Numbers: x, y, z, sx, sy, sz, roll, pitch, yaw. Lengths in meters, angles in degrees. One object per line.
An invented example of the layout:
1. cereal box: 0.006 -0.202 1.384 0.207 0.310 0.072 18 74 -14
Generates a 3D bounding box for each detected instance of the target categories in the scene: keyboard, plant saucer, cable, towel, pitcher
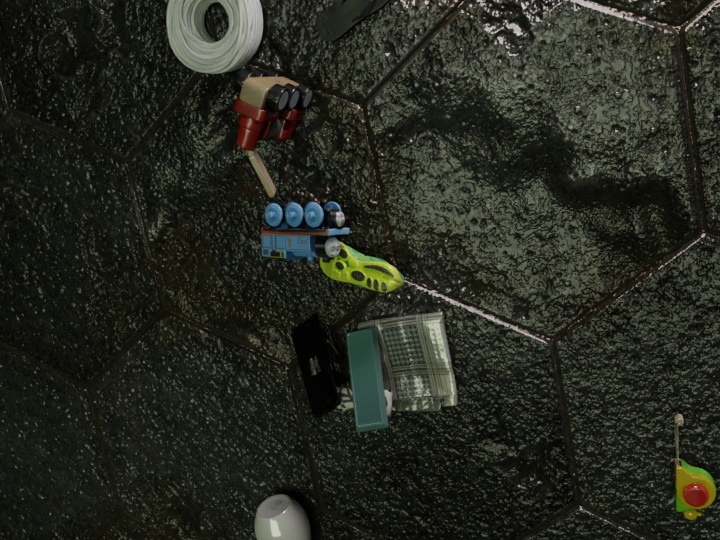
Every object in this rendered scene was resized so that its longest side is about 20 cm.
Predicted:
1. keyboard: -0.078 0.194 1.513 0.103 0.039 0.203 -32 64 30
2. plant saucer: 0.009 0.213 1.450 0.069 0.019 0.203 -13 72 20
3. cable: -0.286 -0.488 1.429 0.197 0.069 0.203 -10 100 22
4. towel: 0.095 0.191 1.479 0.190 0.035 0.203 -8 101 21
5. pitcher: -0.181 0.607 1.647 0.169 0.121 0.203 -3 114 36

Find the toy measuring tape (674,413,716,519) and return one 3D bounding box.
1. toy measuring tape: 0.604 0.357 1.321 0.072 0.074 0.204 -2 103 20

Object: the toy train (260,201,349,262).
1. toy train: -0.111 -0.076 1.442 0.198 0.086 0.116 4 99 36

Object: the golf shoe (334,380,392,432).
1. golf shoe: -0.011 0.254 1.507 0.198 0.077 0.096 18 93 34

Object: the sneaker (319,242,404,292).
1. sneaker: 0.000 0.000 1.443 0.198 0.083 0.075 25 92 32

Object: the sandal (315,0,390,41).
1. sandal: -0.002 -0.494 1.339 0.200 0.043 0.076 -41 88 23

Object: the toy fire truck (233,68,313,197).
1. toy fire truck: -0.171 -0.261 1.386 0.127 0.176 0.202 26 111 11
